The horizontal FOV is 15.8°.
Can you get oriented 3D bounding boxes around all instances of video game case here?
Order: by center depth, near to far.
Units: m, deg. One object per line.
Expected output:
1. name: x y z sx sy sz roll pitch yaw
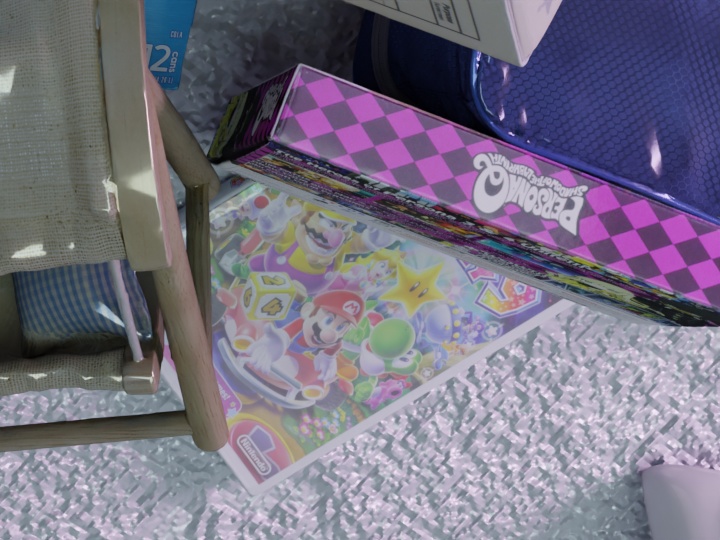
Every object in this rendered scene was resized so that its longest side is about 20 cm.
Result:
1. video game case: 0.046 -0.026 1.031 0.200 0.181 0.036 20 86 -10
2. video game case: 0.000 0.000 1.155 0.200 0.018 0.143 -31 121 4

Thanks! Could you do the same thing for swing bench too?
1. swing bench: -0.162 -0.021 0.973 0.198 0.130 0.200 -6 151 4

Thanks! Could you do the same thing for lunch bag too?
1. lunch bag: 0.106 -0.096 1.062 0.200 0.132 0.136 21 87 -25

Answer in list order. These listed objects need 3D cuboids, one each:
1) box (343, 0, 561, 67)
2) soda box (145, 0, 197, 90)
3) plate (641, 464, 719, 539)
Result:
1. box: -0.012 -0.177 0.920 0.109 0.200 0.128 -60 158 -20
2. soda box: -0.166 -0.123 1.013 0.200 0.068 0.064 6 117 -18
3. plate: 0.242 0.177 1.216 0.200 0.200 0.032 7 141 -18
